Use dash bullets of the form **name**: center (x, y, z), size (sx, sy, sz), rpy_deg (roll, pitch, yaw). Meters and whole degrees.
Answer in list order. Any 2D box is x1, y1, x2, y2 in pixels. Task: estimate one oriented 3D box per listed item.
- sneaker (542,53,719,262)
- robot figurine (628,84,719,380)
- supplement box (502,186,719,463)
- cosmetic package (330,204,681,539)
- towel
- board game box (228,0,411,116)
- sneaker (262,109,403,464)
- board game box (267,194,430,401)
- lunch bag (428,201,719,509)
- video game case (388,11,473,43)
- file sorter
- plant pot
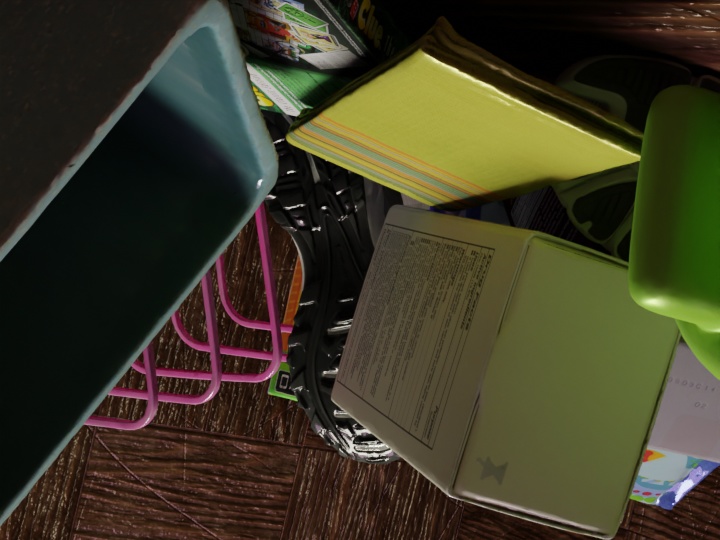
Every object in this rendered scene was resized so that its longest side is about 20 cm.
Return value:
- **sneaker**: center (0.129, -0.041, 0.658), size (0.200, 0.081, 0.083), rpy_deg (18, -171, -47)
- **robot figurine**: center (0.178, -0.006, 0.489), size (0.200, 0.116, 0.175), rpy_deg (13, 168, -30)
- **supplement box**: center (0.140, 0.003, 0.726), size (0.109, 0.061, 0.200), rpy_deg (14, -148, -16)
- **cosmetic package**: center (0.054, 0.034, 0.652), size (0.071, 0.105, 0.200), rpy_deg (17, -177, -15)
- **towel**: center (0.032, -0.052, 0.575), size (0.086, 0.018, 0.200), rpy_deg (22, 172, -13)
- **board game box**: center (-0.033, -0.092, 0.592), size (0.105, 0.024, 0.200), rpy_deg (12, 172, 18)
- **sneaker**: center (0.000, 0.000, 0.793), size (0.074, 0.201, 0.079), rpy_deg (-8, -175, 22)
- **board game box**: center (0.083, 0.015, 1.097), size (0.200, 0.200, 0.200), rpy_deg (13, -179, 23)
- **lunch bag**: center (0.119, 0.011, 0.863), size (0.170, 0.200, 0.127), rpy_deg (15, 149, -11)
- **video game case**: center (-0.033, -0.107, 0.716), size (0.200, 0.019, 0.143), rpy_deg (13, 180, 22)
- **file sorter**: center (-0.099, 0.001, 0.869), size (0.139, 0.126, 0.200), rpy_deg (4, -165, 39)
- **plant pot**: center (-0.172, -0.042, 0.534), size (0.200, 0.196, 0.196), rpy_deg (36, 171, 10)
